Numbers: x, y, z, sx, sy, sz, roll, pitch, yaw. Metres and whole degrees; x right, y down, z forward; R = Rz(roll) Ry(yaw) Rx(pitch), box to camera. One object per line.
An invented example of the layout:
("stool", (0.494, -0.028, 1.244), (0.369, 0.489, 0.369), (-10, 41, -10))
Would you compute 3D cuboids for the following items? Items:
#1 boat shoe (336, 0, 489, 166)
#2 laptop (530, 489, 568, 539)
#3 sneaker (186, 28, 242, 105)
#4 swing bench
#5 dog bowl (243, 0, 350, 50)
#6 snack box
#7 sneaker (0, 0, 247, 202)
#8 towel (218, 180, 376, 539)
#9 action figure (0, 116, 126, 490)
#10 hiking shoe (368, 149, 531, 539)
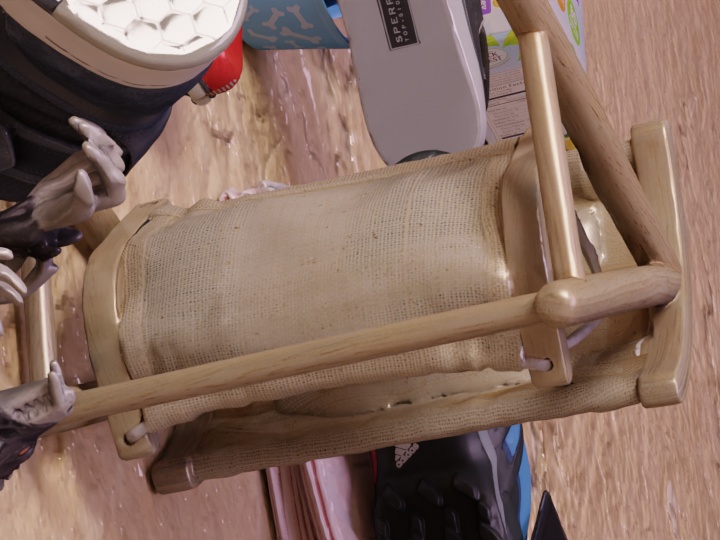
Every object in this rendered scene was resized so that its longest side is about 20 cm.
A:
("boat shoe", (0.016, -0.137, 1.268), (0.057, 0.068, 0.201), (-60, 142, -70))
("laptop", (0.053, 0.233, 1.246), (0.116, 0.200, 0.187), (36, 26, -5))
("sneaker", (-0.056, -0.162, 1.171), (0.077, 0.085, 0.201), (48, 34, -59))
("swing bench", (0.000, 0.000, 1.046), (0.200, 0.198, 0.130), (37, 44, -65))
("dog bowl", (-0.023, -0.158, 1.344), (0.200, 0.049, 0.112), (-51, 127, -69))
("snack box", (0.086, -0.166, 1.710), (0.142, 0.053, 0.201), (59, 25, -51))
("sneaker", (-0.133, -0.106, 0.903), (0.202, 0.077, 0.146), (45, -24, 2))
("towel", (-0.001, 0.060, 1.301), (0.200, 0.032, 0.192), (4, 75, -72))
("action figure", (-0.122, -0.004, 0.816), (0.119, 0.102, 0.201), (-74, 145, -61))
("hiking shoe", (0.032, 0.051, 1.259), (0.087, 0.074, 0.201), (6, 83, -78))
